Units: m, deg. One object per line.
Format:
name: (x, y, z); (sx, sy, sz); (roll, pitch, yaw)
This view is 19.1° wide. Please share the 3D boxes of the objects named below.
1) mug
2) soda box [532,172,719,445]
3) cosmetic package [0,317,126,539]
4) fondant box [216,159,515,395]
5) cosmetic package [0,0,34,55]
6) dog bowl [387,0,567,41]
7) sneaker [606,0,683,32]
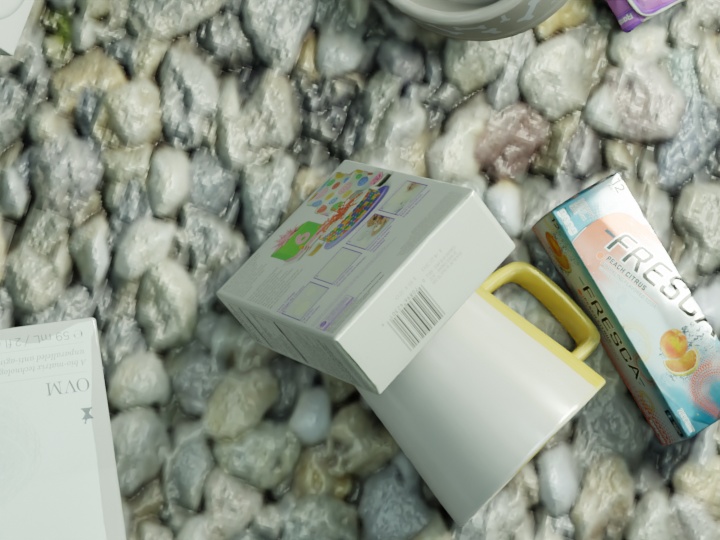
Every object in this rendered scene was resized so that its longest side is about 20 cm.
mug: (0.078, 0.078, 1.570); (0.153, 0.186, 0.150); (45, 109, 7)
soda box: (0.211, 0.030, 1.616); (0.063, 0.068, 0.201); (-31, 87, -13)
cosmetic package: (-0.271, 0.149, 1.484); (0.198, 0.123, 0.201); (-8, 84, -11)
fondant box: (0.000, 0.000, 1.514); (0.144, 0.200, 0.058); (-46, 117, -13)
cosmetic package: (-0.305, -0.263, 1.519); (0.200, 0.052, 0.152); (31, 72, -45)
dog bowl: (0.079, -0.271, 1.596); (0.199, 0.059, 0.201); (2, 97, 21)
sneaker: (0.178, -0.241, 1.653); (0.199, 0.073, 0.115); (-3, 90, -7)
